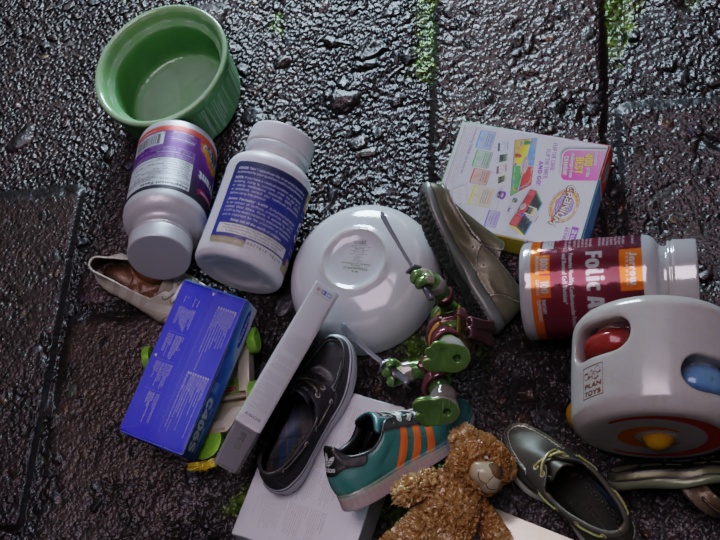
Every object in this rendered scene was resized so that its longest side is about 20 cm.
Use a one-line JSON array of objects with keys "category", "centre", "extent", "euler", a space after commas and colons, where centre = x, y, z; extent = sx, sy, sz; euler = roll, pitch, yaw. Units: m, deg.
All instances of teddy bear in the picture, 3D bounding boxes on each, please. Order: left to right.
[{"category": "teddy bear", "centre": [0.095, 0.265, 1.271], "extent": [0.199, 0.067, 0.146], "euler": [-37, 84, -7]}]

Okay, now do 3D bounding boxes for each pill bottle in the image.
[{"category": "pill bottle", "centre": [-0.251, -0.091, 1.554], "extent": [0.109, 0.112, 0.202], "euler": [-9, 47, 12]}, {"category": "pill bottle", "centre": [-0.129, -0.085, 1.534], "extent": [0.118, 0.120, 0.203], "euler": [9, 67, 21]}, {"category": "pill bottle", "centre": [0.286, 0.019, 1.359], "extent": [0.196, 0.114, 0.116], "euler": [-4, 63, 15]}]

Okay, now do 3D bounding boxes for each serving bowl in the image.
[{"category": "serving bowl", "centre": [0.000, 0.000, 1.484], "extent": [0.197, 0.066, 0.203], "euler": [-7, 62, 13]}]

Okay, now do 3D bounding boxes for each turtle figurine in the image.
[{"category": "turtle figurine", "centre": [0.056, 0.076, 1.331], "extent": [0.144, 0.199, 0.195], "euler": [-46, 17, 16]}]

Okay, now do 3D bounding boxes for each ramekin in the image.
[{"category": "ramekin", "centre": [-0.265, -0.264, 1.677], "extent": [0.197, 0.098, 0.203], "euler": [-7, 62, 13]}]

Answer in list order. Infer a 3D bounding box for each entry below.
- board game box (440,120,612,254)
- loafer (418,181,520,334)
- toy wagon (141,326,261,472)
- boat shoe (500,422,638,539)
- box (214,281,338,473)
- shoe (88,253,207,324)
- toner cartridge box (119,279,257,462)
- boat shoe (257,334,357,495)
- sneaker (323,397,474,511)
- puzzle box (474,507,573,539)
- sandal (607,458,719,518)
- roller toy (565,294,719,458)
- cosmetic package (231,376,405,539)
[{"category": "board game box", "centre": [0.200, -0.098, 1.487], "extent": [0.197, 0.040, 0.155], "euler": [13, 69, 22]}, {"category": "loafer", "centre": [0.135, -0.023, 1.436], "extent": [0.069, 0.075, 0.202], "euler": [-28, 86, -13]}, {"category": "toy wagon", "centre": [-0.196, 0.154, 1.477], "extent": [0.153, 0.040, 0.203], "euler": [-10, 67, 12]}, {"category": "boat shoe", "centre": [0.223, 0.229, 1.291], "extent": [0.072, 0.061, 0.202], "euler": [-34, 50, -14]}, {"category": "box", "centre": [-0.098, 0.125, 1.376], "extent": [0.036, 0.145, 0.201], "euler": [31, 59, 0]}, {"category": "shoe", "centre": [-0.273, 0.024, 1.559], "extent": [0.197, 0.054, 0.071], "euler": [18, 71, 21]}, {"category": "toner cartridge box", "centre": [-0.208, 0.121, 1.447], "extent": [0.094, 0.043, 0.203], "euler": [17, 75, 20]}, {"category": "boat shoe", "centre": [-0.065, 0.157, 1.366], "extent": [0.069, 0.066, 0.202], "euler": [20, 70, 24]}, {"category": "sneaker", "centre": [0.044, 0.183, 1.321], "extent": [0.199, 0.081, 0.071], "euler": [-31, 13, -30]}, {"category": "puzzle box", "centre": [0.153, 0.368, 1.275], "extent": [0.131, 0.025, 0.202], "euler": [18, 71, 23]}, {"category": "sandal", "centre": [0.364, 0.233, 1.261], "extent": [0.198, 0.080, 0.058], "euler": [-3, 87, 19]}, {"category": "roller toy", "centre": [0.312, 0.122, 1.260], "extent": [0.196, 0.183, 0.142], "euler": [-1, 64, 16]}, {"category": "cosmetic package", "centre": [-0.043, 0.240, 1.384], "extent": [0.149, 0.052, 0.202], "euler": [12, 68, 24]}]
